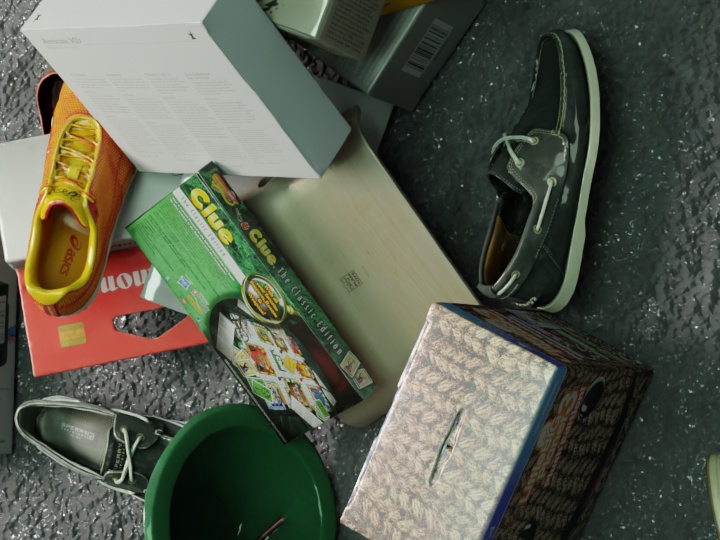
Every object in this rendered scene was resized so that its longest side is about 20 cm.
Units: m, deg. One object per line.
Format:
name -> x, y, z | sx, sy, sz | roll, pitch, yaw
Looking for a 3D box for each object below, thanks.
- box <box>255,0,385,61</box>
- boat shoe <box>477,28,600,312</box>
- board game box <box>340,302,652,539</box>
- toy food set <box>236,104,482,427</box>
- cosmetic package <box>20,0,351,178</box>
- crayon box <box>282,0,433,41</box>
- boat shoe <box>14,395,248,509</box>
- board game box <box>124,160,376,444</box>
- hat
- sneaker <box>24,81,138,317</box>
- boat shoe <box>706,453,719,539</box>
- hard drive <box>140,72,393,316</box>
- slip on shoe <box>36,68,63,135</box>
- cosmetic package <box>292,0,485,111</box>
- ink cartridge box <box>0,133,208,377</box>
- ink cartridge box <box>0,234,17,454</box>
box -> -0.006, -0.250, 1.393 | 0.068, 0.082, 0.202 | 22, 92, 25
boat shoe -> 0.125, -0.075, 1.457 | 0.072, 0.067, 0.202 | 180, 99, -68
board game box -> 0.097, 0.116, 1.401 | 0.096, 0.200, 0.161 | 27, 99, 25
toy food set -> 0.000, 0.000, 1.512 | 0.143, 0.060, 0.201 | -34, 94, 22
cosmetic package -> -0.123, -0.133, 1.437 | 0.199, 0.151, 0.052 | 5, 56, 44
crayon box -> -0.017, -0.241, 1.468 | 0.198, 0.051, 0.128 | -12, 79, 22
boat shoe -> -0.182, 0.145, 1.606 | 0.198, 0.071, 0.073 | 12, 91, 22
board game box -> -0.081, 0.026, 1.496 | 0.201, 0.023, 0.105 | 54, 138, -5
hat -> -0.135, 0.212, 1.572 | 0.176, 0.165, 0.201 | -21, 37, 53
sneaker -> -0.203, -0.066, 1.526 | 0.072, 0.077, 0.202 | 5, 78, 2
boat shoe -> 0.288, 0.211, 1.377 | 0.065, 0.072, 0.201 | -24, 80, 14
hard drive -> -0.070, -0.053, 1.550 | 0.131, 0.026, 0.202 | 20, 92, -5
slip on shoe -> -0.214, -0.071, 1.641 | 0.074, 0.061, 0.202 | -19, 81, 22
cosmetic package -> -0.022, -0.219, 1.542 | 0.200, 0.090, 0.107 | 41, 104, 25
ink cartridge box -> -0.172, -0.025, 1.581 | 0.198, 0.045, 0.178 | -11, 82, -3
ink cartridge box -> -0.363, 0.049, 1.695 | 0.145, 0.083, 0.202 | 0, 88, 27
